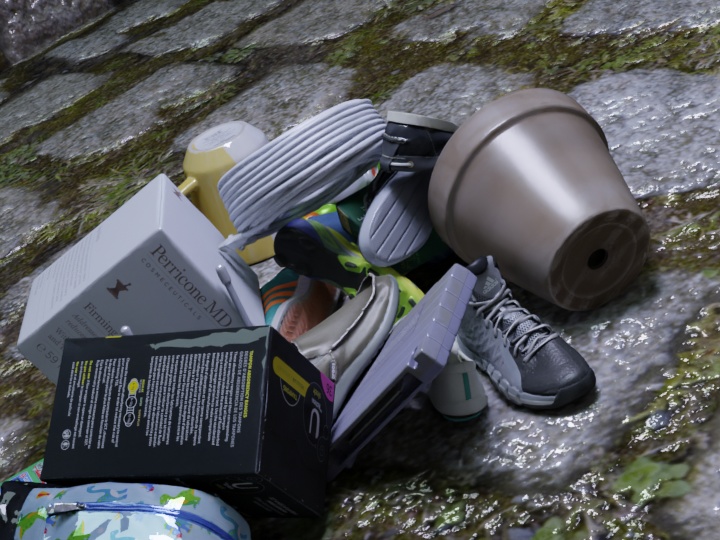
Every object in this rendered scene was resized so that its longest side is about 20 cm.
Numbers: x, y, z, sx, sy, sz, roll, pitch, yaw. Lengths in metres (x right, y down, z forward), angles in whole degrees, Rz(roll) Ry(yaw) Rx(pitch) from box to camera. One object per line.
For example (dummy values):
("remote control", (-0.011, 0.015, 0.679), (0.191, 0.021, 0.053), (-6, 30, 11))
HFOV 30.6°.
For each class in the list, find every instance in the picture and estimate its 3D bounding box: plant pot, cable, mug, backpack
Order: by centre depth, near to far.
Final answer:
("backpack", (-0.181, 0.242, 1.056), (0.199, 0.164, 0.154), (-12, 35, 5))
("plant pot", (0.192, -0.055, 1.315), (0.199, 0.201, 0.174), (-26, 41, -9))
("cable", (-0.056, -0.109, 1.407), (0.200, 0.069, 0.200), (-29, -5, -46))
("mug", (-0.161, -0.097, 1.692), (0.148, 0.154, 0.187), (-10, 28, 23))

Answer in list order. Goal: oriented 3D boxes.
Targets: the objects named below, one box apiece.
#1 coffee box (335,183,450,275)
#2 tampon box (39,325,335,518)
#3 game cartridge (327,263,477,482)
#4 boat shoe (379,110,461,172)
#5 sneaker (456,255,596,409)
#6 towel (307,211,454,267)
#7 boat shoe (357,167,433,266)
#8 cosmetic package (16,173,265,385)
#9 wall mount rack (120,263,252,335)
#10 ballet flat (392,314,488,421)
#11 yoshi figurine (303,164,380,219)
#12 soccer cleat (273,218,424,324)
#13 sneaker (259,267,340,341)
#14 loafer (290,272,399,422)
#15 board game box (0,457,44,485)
("coffee box", (0.085, -0.079, 1.472), (0.199, 0.044, 0.123), (-31, 43, -16))
("tampon box", (-0.141, 0.134, 1.124), (0.199, 0.150, 0.127), (-4, 66, 19))
("game cartridge", (0.030, 0.093, 1.173), (0.200, 0.038, 0.130), (-50, 5, 41))
("boat shoe", (0.107, -0.117, 1.383), (0.199, 0.068, 0.072), (9, 2, -32))
("sneaker", (0.132, 0.048, 1.212), (0.075, 0.116, 0.200), (-30, 26, -18))
("towel", (0.022, -0.034, 1.538), (0.199, 0.049, 0.112), (-8, 33, 23))
("boat shoe", (0.040, -0.071, 1.404), (0.071, 0.072, 0.200), (-15, 30, 40))
("cosmetic package", (-0.230, 0.040, 1.400), (0.200, 0.167, 0.167), (-39, 22, 10))
("wall mount rack", (-0.133, 0.102, 1.284), (0.199, 0.075, 0.174), (-34, 69, -24))
("ballet flat", (0.067, 0.076, 1.264), (0.069, 0.070, 0.200), (-26, 25, -10))
("yoshi figurine", (0.001, -0.117, 1.664), (0.199, 0.113, 0.112), (-26, 43, -26))
("soccer cleat", (0.000, -0.001, 1.402), (0.199, 0.065, 0.084), (29, 30, 20))
("sneaker", (-0.081, 0.054, 1.438), (0.080, 0.072, 0.200), (-22, 22, 27))
("loafer", (-0.030, 0.078, 1.230), (0.201, 0.069, 0.075), (-59, 8, -21))
("board game box", (-0.329, 0.259, 1.267), (0.134, 0.029, 0.200), (-29, 26, -16))
